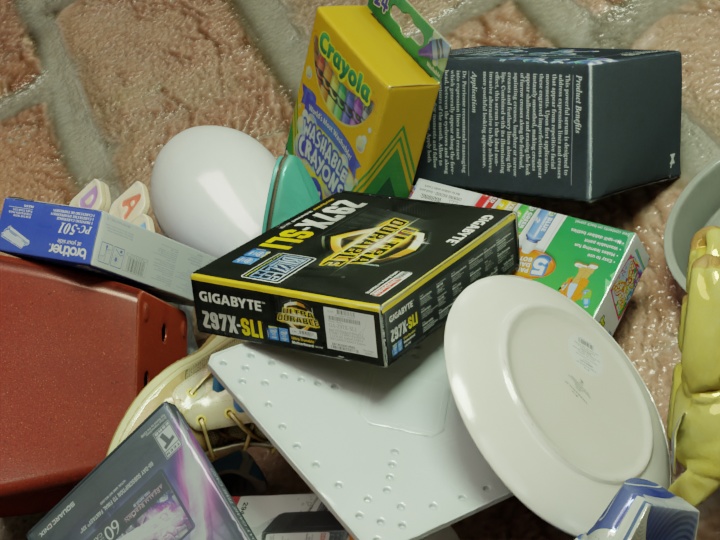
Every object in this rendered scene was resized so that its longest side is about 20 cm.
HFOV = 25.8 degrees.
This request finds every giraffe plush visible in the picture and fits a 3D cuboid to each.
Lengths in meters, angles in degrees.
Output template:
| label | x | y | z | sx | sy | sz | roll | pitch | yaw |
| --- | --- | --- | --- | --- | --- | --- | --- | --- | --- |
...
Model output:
| label | x | y | z | sx | sy | sz | roll | pitch | yaw |
| --- | --- | --- | --- | --- | --- | --- | --- | --- | --- |
| giraffe plush | 0.282 | 0.077 | 1.001 | 0.161 | 0.173 | 0.200 | 7 | 37 | 10 |

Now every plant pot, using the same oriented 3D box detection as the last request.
| label | x | y | z | sx | sy | sz | roll | pitch | yaw |
| --- | --- | --- | --- | --- | --- | --- | --- | --- | --- |
| plant pot | -0.237 | 0.093 | 1.235 | 0.175 | 0.200 | 0.201 | -1 | 80 | 10 |

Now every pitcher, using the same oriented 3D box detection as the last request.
| label | x | y | z | sx | sy | sz | roll | pitch | yaw |
| --- | --- | --- | --- | --- | --- | --- | --- | --- | --- |
| pitcher | -0.123 | -0.025 | 1.394 | 0.172 | 0.121 | 0.200 | -44 | 50 | 2 |

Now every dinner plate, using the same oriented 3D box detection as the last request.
| label | x | y | z | sx | sy | sz | roll | pitch | yaw |
| --- | --- | --- | --- | --- | --- | --- | --- | --- | --- |
| dinner plate | 0.139 | 0.085 | 1.040 | 0.024 | 0.200 | 0.201 | -41 | 28 | 36 |

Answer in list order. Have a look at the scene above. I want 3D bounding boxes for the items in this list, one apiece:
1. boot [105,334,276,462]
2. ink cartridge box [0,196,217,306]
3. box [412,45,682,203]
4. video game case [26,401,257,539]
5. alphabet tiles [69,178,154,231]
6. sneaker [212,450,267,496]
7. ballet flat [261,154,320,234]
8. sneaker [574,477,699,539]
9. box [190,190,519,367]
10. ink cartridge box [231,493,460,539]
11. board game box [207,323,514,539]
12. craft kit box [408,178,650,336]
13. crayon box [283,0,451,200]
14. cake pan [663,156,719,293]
| label | x | y | z | sx | sy | sz | roll | pitch | yaw |
| --- | --- | --- | --- | --- | --- | --- | --- | --- | --- |
| boot | -0.072 | 0.116 | 1.132 | 0.155 | 0.073 | 0.200 | 24 | 51 | 34 |
| ink cartridge box | -0.191 | -0.010 | 1.250 | 0.094 | 0.200 | 0.044 | 9 | 82 | 26 |
| box | 0.139 | -0.124 | 1.280 | 0.199 | 0.108 | 0.148 | 8 | 15 | 37 |
| video game case | -0.132 | 0.207 | 1.046 | 0.143 | 0.019 | 0.200 | -43 | 56 | 10 |
| alphabet tiles | -0.256 | 0.015 | 1.432 | 0.195 | 0.015 | 0.201 | -37 | 46 | 26 |
| sneaker | -0.149 | 0.210 | 1.181 | 0.072 | 0.072 | 0.200 | 25 | 67 | 36 |
| ballet flat | -0.049 | 0.006 | 1.269 | 0.070 | 0.201 | 0.067 | 16 | 21 | 12 |
| sneaker | 0.113 | 0.209 | 0.955 | 0.115 | 0.080 | 0.200 | 27 | 94 | 44 |
| box | 0.000 | 0.000 | 1.128 | 0.159 | 0.050 | 0.200 | 7 | 24 | 32 |
| ink cartridge box | -0.040 | 0.232 | 1.072 | 0.199 | 0.084 | 0.145 | -6 | 44 | 28 |
| board game box | 0.029 | 0.098 | 1.067 | 0.199 | 0.026 | 0.200 | -18 | 46 | -32 |
| craft kit box | 0.087 | 0.040 | 1.188 | 0.199 | 0.049 | 0.198 | 16 | 71 | 34 |
| crayon box | -0.001 | -0.123 | 1.266 | 0.051 | 0.201 | 0.126 | -7 | 40 | -30 |
| cake pan | 0.326 | -0.029 | 1.163 | 0.199 | 0.037 | 0.201 | -18 | 40 | 16 |
